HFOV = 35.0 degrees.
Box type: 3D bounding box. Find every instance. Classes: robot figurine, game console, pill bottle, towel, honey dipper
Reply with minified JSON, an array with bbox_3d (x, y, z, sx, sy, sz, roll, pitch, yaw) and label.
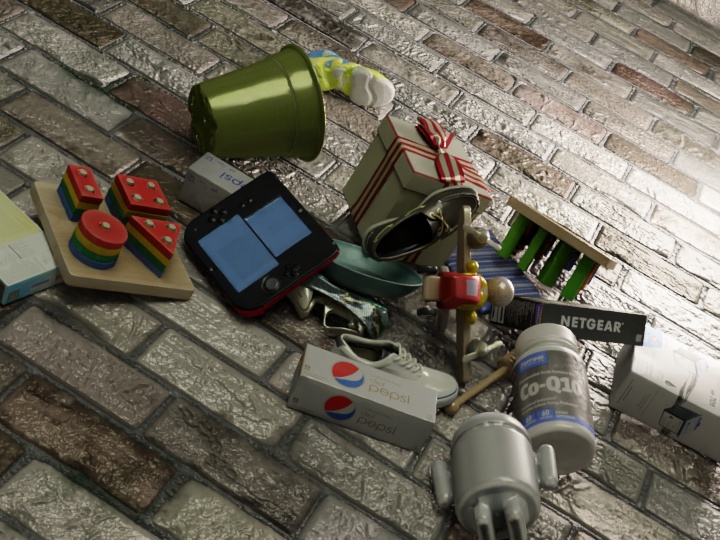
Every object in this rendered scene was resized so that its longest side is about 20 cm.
[{"bbox_3d":[0.175,0.269,1.504,0.166,0.114,0.202,-7,38,6],"label":"robot figurine"},{"bbox_3d":[-0.151,-0.041,1.690,0.176,0.031,0.200,-37,59,-9],"label":"game console"},{"bbox_3d":[0.276,0.183,1.654,0.112,0.115,0.202,15,44,-13],"label":"pill bottle"},{"bbox_3d":[0.213,0.003,1.947,0.143,0.024,0.201,-3,42,-31],"label":"towel"},{"bbox_3d":[0.187,0.166,1.709,0.038,0.038,0.199,41,41,23],"label":"honey dipper"}]

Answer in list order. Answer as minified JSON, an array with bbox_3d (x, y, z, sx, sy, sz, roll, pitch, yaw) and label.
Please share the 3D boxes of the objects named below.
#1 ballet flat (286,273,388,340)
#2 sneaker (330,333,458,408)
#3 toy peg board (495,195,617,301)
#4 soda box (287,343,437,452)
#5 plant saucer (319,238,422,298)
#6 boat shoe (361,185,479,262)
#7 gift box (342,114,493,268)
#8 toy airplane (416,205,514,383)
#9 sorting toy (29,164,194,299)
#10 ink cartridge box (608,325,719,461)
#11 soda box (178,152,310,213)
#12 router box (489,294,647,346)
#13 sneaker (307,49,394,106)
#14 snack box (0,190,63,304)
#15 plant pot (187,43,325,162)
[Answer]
[{"bbox_3d":[-0.055,0.049,1.691,0.197,0.075,0.074,24,35,5],"label":"ballet flat"},{"bbox_3d":[0.050,0.141,1.615,0.196,0.072,0.074,13,37,-10],"label":"sneaker"},{"bbox_3d":[0.333,-0.030,1.988,0.199,0.099,0.199,34,8,14],"label":"toy peg board"},{"bbox_3d":[0.003,0.175,1.563,0.197,0.064,0.069,20,35,-6],"label":"soda box"},{"bbox_3d":[0.000,0.000,1.758,0.197,0.037,0.200,19,12,-4],"label":"plant saucer"},{"bbox_3d":[0.100,-0.068,1.764,0.199,0.073,0.061,-26,20,-4],"label":"boat shoe"},{"bbox_3d":[0.103,-0.137,1.893,0.197,0.188,0.186,11,37,-34],"label":"gift box"},{"bbox_3d":[0.161,0.036,1.714,0.138,0.203,0.201,-1,39,9],"label":"toy airplane"},{"bbox_3d":[-0.340,-0.061,1.615,0.198,0.070,0.200,9,37,-41],"label":"sorting toy"},{"bbox_3d":[0.508,0.192,1.827,0.197,0.087,0.147,25,35,3],"label":"ink cartridge box"},{"bbox_3d":[-0.183,-0.102,1.799,0.198,0.064,0.068,30,35,6],"label":"soda box"},{"bbox_3d":[0.329,0.078,1.820,0.196,0.053,0.157,7,1,-22],"label":"router box"},{"bbox_3d":[-0.026,-0.391,2.248,0.197,0.076,0.106,16,36,-11],"label":"sneaker"},{"bbox_3d":[-0.499,-0.044,1.558,0.199,0.037,0.116,40,36,19],"label":"snack box"},{"bbox_3d":[-0.185,-0.265,1.925,0.187,0.202,0.201,-15,50,-25],"label":"plant pot"}]
